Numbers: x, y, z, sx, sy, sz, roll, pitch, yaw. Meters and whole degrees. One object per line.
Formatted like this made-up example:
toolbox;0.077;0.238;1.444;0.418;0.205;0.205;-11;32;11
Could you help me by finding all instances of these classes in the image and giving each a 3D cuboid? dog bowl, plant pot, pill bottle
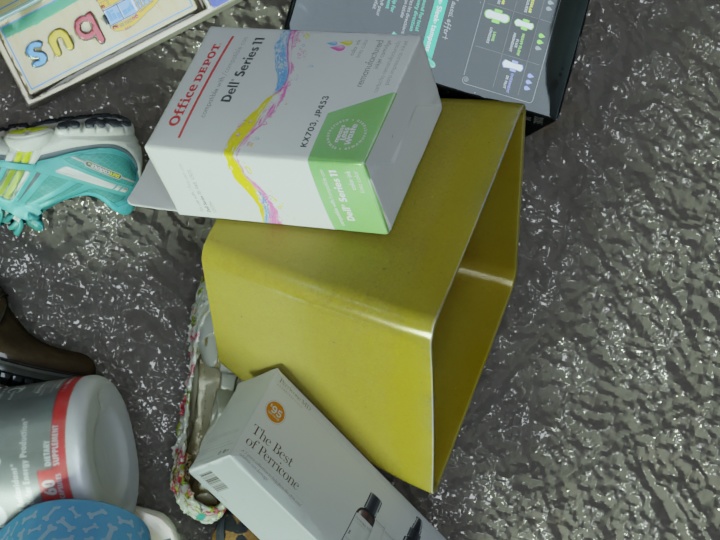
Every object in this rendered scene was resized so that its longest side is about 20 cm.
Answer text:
dog bowl;-0.211;0.213;1.187;0.111;0.200;0.050;22;51;-27
plant pot;0.000;0.000;1.205;0.175;0.201;0.201;15;55;14
pill bottle;-0.266;0.142;1.228;0.198;0.114;0.115;-9;92;12

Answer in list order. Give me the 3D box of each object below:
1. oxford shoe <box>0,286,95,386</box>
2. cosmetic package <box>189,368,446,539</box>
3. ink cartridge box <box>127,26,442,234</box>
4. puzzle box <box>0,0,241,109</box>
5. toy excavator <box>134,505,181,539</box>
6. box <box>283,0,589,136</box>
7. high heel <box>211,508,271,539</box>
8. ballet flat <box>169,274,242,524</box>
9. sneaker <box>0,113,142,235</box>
oxford shoe;-0.275;0.032;1.264;0.198;0.073;0.085;25;77;-10
cosmetic package;-0.020;0.166;1.195;0.200;0.050;0.083;46;45;-20
ink cartridge box;-0.060;-0.096;1.141;0.198;0.068;0.118;5;52;25
puzzle box;-0.186;-0.222;1.284;0.199;0.025;0.134;-28;94;-3
toy excavator;-0.120;0.238;1.279;0.192;0.100;0.202;-16;80;-1
box;0.051;-0.184;1.241;0.198;0.149;0.126;15;89;-5
high heel;-0.021;0.223;1.245;0.200;0.143;0.071;42;124;-14
ballet flat;-0.097;0.088;1.281;0.075;0.064;0.202;6;91;-7
sneaker;-0.256;-0.064;1.262;0.198;0.078;0.081;-6;101;-4
